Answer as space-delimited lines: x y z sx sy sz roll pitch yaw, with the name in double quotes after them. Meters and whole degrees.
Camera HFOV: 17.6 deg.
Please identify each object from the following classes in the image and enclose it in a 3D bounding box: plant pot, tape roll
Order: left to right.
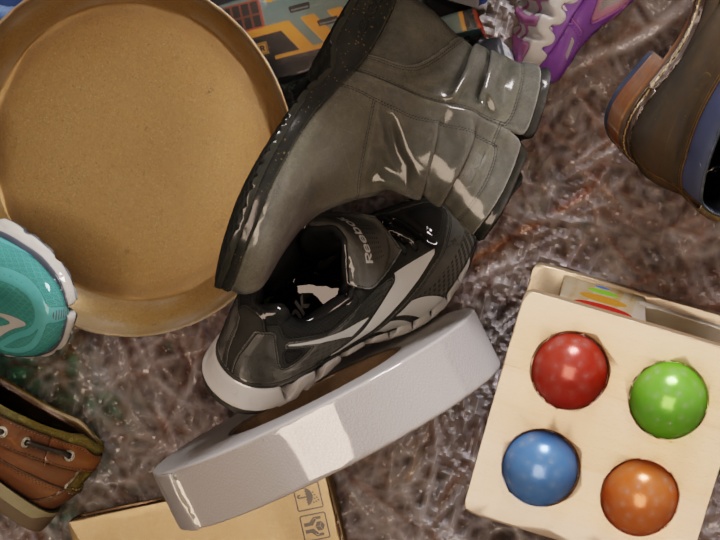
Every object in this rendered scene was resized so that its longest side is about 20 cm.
-0.129 -0.064 1.284 0.199 0.027 0.202 2 100 13 "plant pot"
-0.019 0.081 1.278 0.202 0.203 0.037 -27 94 9 "tape roll"

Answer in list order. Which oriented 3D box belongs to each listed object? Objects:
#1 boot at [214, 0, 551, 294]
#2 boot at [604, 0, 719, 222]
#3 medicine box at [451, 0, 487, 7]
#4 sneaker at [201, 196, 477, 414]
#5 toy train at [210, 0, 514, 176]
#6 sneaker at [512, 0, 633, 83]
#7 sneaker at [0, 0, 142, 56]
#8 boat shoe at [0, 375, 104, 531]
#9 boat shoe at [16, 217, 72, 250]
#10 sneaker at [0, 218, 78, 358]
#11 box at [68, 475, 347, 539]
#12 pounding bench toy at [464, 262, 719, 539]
0.017 -0.052 1.217 0.130 0.068 0.201 31 71 -4 "boot"
0.220 -0.121 1.264 0.074 0.097 0.201 17 116 -35 "boot"
0.047 -0.267 1.214 0.102 0.182 0.201 16 80 4 "medicine box"
0.000 0.000 1.277 0.066 0.200 0.091 43 145 21 "sneaker"
-0.015 -0.119 1.318 0.199 0.085 0.115 -14 86 8 "toy train"
0.158 -0.185 1.294 0.088 0.081 0.201 27 104 -18 "sneaker"
-0.203 -0.141 1.343 0.199 0.066 0.079 14 125 13 "sneaker"
-0.238 0.068 1.352 0.200 0.072 0.068 38 102 -27 "boat shoe"
-0.227 -0.010 1.368 0.199 0.072 0.062 -16 132 7 "boat shoe"
-0.247 0.005 1.275 0.199 0.080 0.078 18 112 19 "sneaker"
-0.075 0.228 1.392 0.162 0.021 0.201 -12 95 8 "box"
0.171 0.089 1.280 0.199 0.156 0.125 16 98 4 "pounding bench toy"
